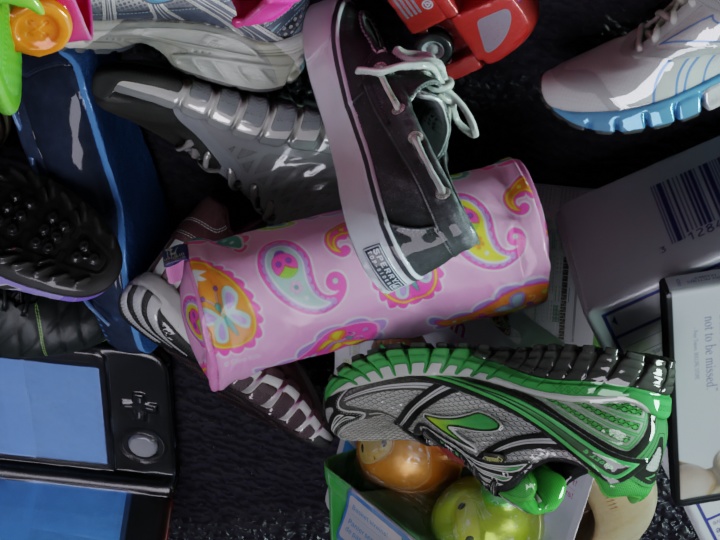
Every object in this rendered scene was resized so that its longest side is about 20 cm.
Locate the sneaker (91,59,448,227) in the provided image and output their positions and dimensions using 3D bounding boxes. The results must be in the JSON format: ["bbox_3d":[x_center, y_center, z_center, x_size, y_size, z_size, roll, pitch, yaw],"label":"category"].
[{"bbox_3d":[-0.059,-0.041,1.356,0.199,0.075,0.116,15,101,-4],"label":"sneaker"}]

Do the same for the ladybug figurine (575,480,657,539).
[{"bbox_3d":[0.085,0.132,1.518,0.199,0.072,0.136,-13,125,21],"label":"ladybug figurine"}]

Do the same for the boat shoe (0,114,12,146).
[{"bbox_3d":[-0.282,-0.118,1.373,0.202,0.075,0.075,40,126,-22],"label":"boat shoe"}]

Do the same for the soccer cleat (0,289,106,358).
[{"bbox_3d":[-0.238,0.005,1.468,0.199,0.068,0.081,10,160,4],"label":"soccer cleat"}]

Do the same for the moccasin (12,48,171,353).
[{"bbox_3d":[-0.156,-0.046,1.422,0.068,0.081,0.201,-1,116,19],"label":"moccasin"}]

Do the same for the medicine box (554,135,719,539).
[{"bbox_3d":[0.230,0.029,1.352,0.182,0.103,0.200,-24,124,9],"label":"medicine box"}]

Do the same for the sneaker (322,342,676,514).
[{"bbox_3d":[0.064,0.081,1.281,0.200,0.085,0.078,0,172,35],"label":"sneaker"}]

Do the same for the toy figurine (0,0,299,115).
[{"bbox_3d":[-0.099,-0.181,1.194,0.184,0.150,0.200,-9,134,0],"label":"toy figurine"}]

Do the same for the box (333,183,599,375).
[{"bbox_3d":[0.083,0.013,1.441,0.199,0.036,0.145,7,131,7],"label":"box"}]

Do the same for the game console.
[{"bbox_3d":[-0.221,0.133,1.549,0.199,0.119,0.173,5,131,6],"label":"game console"}]

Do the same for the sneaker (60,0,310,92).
[{"bbox_3d":[-0.120,-0.163,1.317,0.199,0.078,0.087,10,119,-6],"label":"sneaker"}]

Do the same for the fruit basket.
[{"bbox_3d":[0.051,0.101,1.384,0.185,0.094,0.200,37,131,35],"label":"fruit basket"}]

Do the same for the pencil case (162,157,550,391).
[{"bbox_3d":[0.000,0.000,1.306,0.199,0.088,0.088,-14,129,-5],"label":"pencil case"}]

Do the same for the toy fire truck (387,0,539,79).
[{"bbox_3d":[0.052,-0.199,1.255,0.141,0.049,0.200,-22,123,26],"label":"toy fire truck"}]

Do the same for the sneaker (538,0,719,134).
[{"bbox_3d":[0.183,-0.132,1.282,0.199,0.075,0.087,-15,118,14],"label":"sneaker"}]

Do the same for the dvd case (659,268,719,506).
[{"bbox_3d":[0.257,0.051,1.297,0.199,0.018,0.143,-9,123,-2],"label":"dvd case"}]

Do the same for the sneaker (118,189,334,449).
[{"bbox_3d":[-0.049,0.022,1.447,0.076,0.116,0.200,23,167,36],"label":"sneaker"}]

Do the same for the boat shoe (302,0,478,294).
[{"bbox_3d":[0.019,-0.076,1.257,0.068,0.200,0.074,-25,129,12],"label":"boat shoe"}]

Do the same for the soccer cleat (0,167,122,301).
[{"bbox_3d":[-0.221,-0.020,1.388,0.200,0.068,0.073,18,143,15],"label":"soccer cleat"}]
